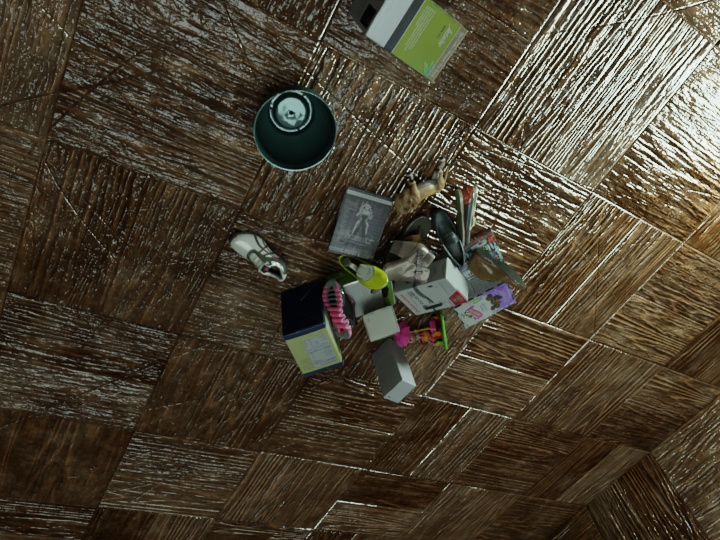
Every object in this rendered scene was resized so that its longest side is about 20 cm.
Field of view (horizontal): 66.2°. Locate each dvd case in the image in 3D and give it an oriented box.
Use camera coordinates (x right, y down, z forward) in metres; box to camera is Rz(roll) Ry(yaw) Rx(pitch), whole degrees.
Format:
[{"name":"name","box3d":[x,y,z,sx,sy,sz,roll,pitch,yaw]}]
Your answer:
[{"name":"dvd case","box3d":[-0.001,-0.135,1.619,0.147,0.016,0.202,12,108,-22]}]

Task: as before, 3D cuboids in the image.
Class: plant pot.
[{"name":"plant pot","box3d":[-0.164,-0.366,1.354,0.197,0.135,0.202,-7,129,-8]}]

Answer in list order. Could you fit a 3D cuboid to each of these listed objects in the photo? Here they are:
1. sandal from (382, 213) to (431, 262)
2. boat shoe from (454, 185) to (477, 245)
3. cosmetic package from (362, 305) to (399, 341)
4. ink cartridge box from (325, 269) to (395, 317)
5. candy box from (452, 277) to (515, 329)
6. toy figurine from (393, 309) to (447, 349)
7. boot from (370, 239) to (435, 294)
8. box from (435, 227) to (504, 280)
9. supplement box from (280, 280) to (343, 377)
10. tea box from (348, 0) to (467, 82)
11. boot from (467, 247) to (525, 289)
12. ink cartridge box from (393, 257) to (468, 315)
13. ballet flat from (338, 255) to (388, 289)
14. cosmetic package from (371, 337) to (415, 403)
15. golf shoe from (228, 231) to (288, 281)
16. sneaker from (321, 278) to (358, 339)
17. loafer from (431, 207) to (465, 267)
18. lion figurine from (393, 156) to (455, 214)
[{"name":"sandal","box3d":[0.147,-0.084,1.699,0.200,0.055,0.081,-45,125,12]},{"name":"boat shoe","box3d":[0.325,-0.164,1.680,0.062,0.071,0.202,-14,125,-7]},{"name":"cosmetic package","box3d":[0.069,0.171,1.786,0.102,0.088,0.200,-18,174,3]},{"name":"ink cartridge box","box3d":[0.002,0.065,1.770,0.197,0.076,0.149,-17,129,-6]},{"name":"candy box","box3d":[0.411,0.094,1.874,0.198,0.072,0.168,-29,142,9]},{"name":"toy figurine","box3d":[0.206,0.218,1.930,0.181,0.152,0.200,-8,155,9]},{"name":"boot","box3d":[0.132,0.006,1.668,0.145,0.070,0.202,23,104,-9]},{"name":"box","box3d":[0.357,-0.037,1.801,0.198,0.040,0.137,-28,128,8]},{"name":"supplement box","box3d":[-0.153,0.184,1.739,0.133,0.201,0.201,-17,129,4]},{"name":"tea box","box3d":[0.100,-0.556,1.232,0.195,0.201,0.134,24,118,-30]},{"name":"boot","box3d":[0.431,0.010,1.757,0.199,0.074,0.076,33,116,-1]},{"name":"ink cartridge box","box3d":[0.224,0.054,1.761,0.198,0.085,0.144,-17,136,35]},{"name":"ballet flat","box3d":[0.000,0.000,1.644,0.067,0.199,0.067,32,89,-42]},{"name":"cosmetic package","box3d":[0.114,0.347,1.933,0.071,0.201,0.102,28,117,-30]},{"name":"golf shoe","box3d":[-0.291,-0.042,1.605,0.199,0.089,0.077,30,117,-30]},{"name":"sneaker","box3d":[-0.054,0.106,1.699,0.078,0.095,0.202,7,121,37]},{"name":"loafer","box3d":[0.274,-0.100,1.686,0.067,0.071,0.202,-27,115,1]},{"name":"lion figurine","box3d":[0.186,-0.238,1.585,0.198,0.073,0.123,-20,137,-4]}]
